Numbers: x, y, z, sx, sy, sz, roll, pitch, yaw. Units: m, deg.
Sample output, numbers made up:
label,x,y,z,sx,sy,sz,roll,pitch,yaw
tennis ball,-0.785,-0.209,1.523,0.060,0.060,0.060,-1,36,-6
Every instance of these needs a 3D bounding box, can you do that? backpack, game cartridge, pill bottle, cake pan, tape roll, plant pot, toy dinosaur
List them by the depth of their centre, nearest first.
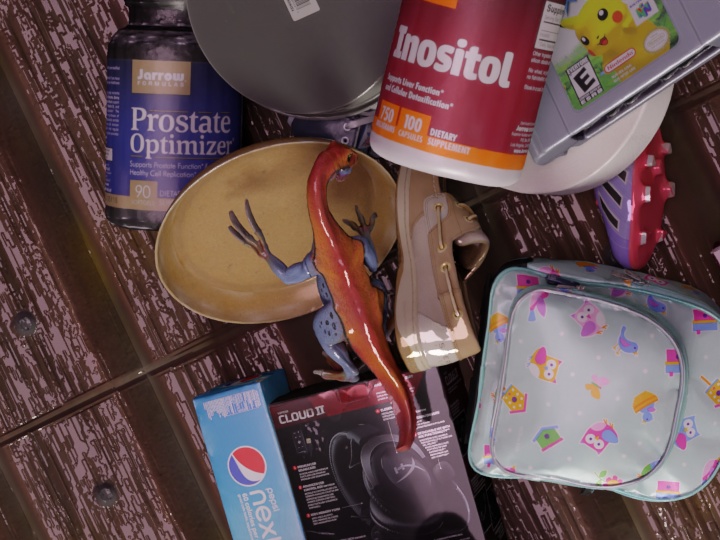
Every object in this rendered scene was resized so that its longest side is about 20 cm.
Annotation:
label,x,y,z,sx,sy,sz,roll,pitch,yaw
pill bottle,0.081,-0.168,1.087,0.112,0.113,0.201,16,101,13
game cartridge,0.175,-0.180,1.105,0.200,0.040,0.134,-34,66,34
cake pan,-0.043,-0.205,1.152,0.199,0.037,0.201,6,111,15
toy dinosaur,0.000,0.000,1.162,0.105,0.182,0.200,-35,58,-21
backpack,0.186,0.084,1.170,0.199,0.153,0.177,8,95,0
tape roll,0.143,-0.157,1.176,0.202,0.037,0.204,0,90,40
plant pot,-0.066,-0.035,1.230,0.200,0.200,0.028,-36,48,16
pill bottle,-0.150,-0.136,1.261,0.111,0.112,0.201,4,98,15

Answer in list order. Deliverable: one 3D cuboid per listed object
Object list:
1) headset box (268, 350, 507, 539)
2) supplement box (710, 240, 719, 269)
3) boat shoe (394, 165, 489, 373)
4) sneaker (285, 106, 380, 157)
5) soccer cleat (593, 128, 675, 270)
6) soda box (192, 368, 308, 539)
label,x,y,z,sx,sy,sz,roll,pitch,yaw
headset box,0.023,0.162,1.265,0.148,0.077,0.201,-16,91,16
supplement box,0.357,0.046,1.167,0.108,0.061,0.201,-28,89,16
boat shoe,0.066,-0.015,1.202,0.069,0.074,0.201,-7,60,14
sneaker,0.018,-0.146,1.219,0.199,0.070,0.109,-15,91,37
soccer cleat,0.196,-0.102,1.199,0.076,0.067,0.201,2,96,31
soda box,-0.074,0.189,1.299,0.064,0.068,0.201,-15,92,16
